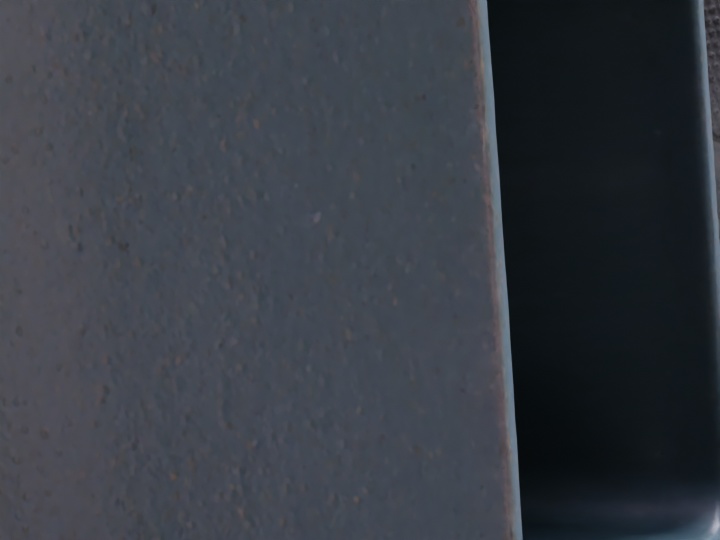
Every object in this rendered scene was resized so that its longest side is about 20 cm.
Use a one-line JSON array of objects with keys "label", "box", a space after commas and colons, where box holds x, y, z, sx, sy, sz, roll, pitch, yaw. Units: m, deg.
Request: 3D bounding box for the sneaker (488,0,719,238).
[{"label": "sneaker", "box": [0.090, -0.042, 0.799, 0.200, 0.071, 0.080, 35, -30, -11]}]

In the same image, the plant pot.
[{"label": "plant pot", "box": [-0.031, -0.011, 0.677, 0.198, 0.198, 0.196, -2, 5, 21]}]
